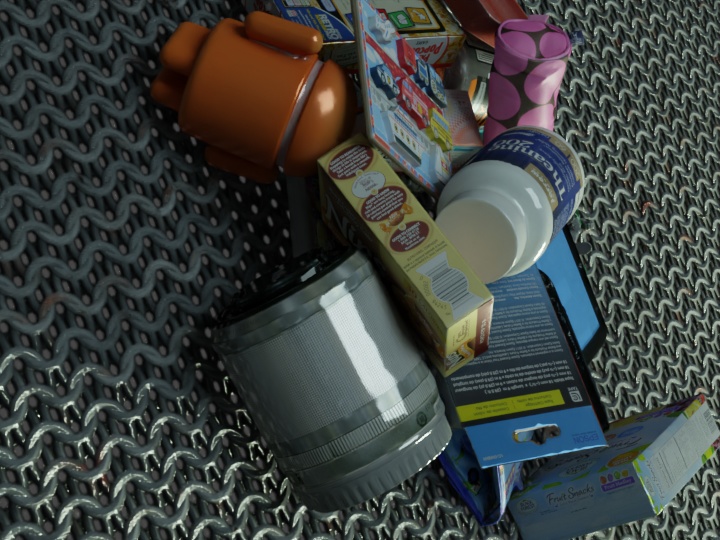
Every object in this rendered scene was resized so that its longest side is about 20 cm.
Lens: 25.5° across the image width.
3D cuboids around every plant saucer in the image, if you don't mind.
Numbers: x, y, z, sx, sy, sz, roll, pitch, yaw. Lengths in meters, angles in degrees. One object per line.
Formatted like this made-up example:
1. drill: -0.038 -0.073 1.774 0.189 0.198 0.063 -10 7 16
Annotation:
1. plant saucer: 0.115 -0.304 1.701 0.200 0.037 0.200 58 20 22

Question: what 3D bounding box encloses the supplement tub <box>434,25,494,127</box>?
1. supplement tub: 0.103 -0.206 1.754 0.199 0.122 0.123 6 68 -49

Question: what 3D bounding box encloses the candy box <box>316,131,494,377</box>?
1. candy box: 0.038 -0.013 1.422 0.055 0.116 0.200 -31 68 -13

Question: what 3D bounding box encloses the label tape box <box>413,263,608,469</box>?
1. label tape box: 0.126 0.096 1.494 0.143 0.063 0.201 -6 63 -26

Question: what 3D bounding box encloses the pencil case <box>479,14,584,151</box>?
1. pencil case: 0.165 -0.158 1.632 0.090 0.201 0.094 7 37 -3

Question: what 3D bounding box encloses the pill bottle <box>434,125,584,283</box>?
1. pill bottle: 0.137 -0.060 1.505 0.111 0.111 0.200 61 29 -8

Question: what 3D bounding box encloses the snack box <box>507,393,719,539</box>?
1. snack box: 0.276 0.215 1.717 0.200 0.168 0.068 -31 96 -53

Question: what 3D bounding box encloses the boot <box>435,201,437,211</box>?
1. boot: 0.152 0.016 1.749 0.201 0.071 0.145 31 56 -33

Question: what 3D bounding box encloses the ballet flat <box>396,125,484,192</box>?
1. ballet flat: 0.104 -0.118 1.722 0.199 0.064 0.076 0 85 -35

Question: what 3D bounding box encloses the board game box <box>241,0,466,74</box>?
1. board game box: -0.013 -0.266 1.603 0.199 0.046 0.152 -8 53 -32

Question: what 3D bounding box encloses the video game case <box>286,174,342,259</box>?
1. video game case: 0.000 0.000 1.604 0.181 0.024 0.201 16 61 -46

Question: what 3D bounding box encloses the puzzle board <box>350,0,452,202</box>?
1. puzzle board: 0.046 -0.155 1.497 0.200 0.017 0.152 35 44 -58

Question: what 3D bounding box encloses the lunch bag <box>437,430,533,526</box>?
1. lunch bag: 0.137 0.152 1.642 0.201 0.094 0.151 67 32 -32

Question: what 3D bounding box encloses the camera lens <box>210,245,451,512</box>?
1. camera lens: -0.027 0.091 1.409 0.160 0.159 0.201 -39 103 -52

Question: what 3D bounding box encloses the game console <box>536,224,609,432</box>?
1. game console: 0.229 0.043 1.695 0.118 0.172 0.201 -31 115 -12

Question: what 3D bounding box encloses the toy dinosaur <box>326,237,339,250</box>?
1. toy dinosaur: 0.030 -0.002 1.572 0.135 0.102 0.201 -23 112 -38

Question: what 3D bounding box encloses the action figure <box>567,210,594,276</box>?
1. action figure: 0.238 -0.070 1.872 0.119 0.054 0.200 61 13 -16

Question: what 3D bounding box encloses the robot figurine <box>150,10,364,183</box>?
1. robot figurine: -0.089 -0.156 1.459 0.199 0.117 0.145 22 89 1

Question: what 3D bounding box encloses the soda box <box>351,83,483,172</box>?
1. soda box: 0.023 -0.142 1.597 0.199 0.064 0.069 -1 65 -34
